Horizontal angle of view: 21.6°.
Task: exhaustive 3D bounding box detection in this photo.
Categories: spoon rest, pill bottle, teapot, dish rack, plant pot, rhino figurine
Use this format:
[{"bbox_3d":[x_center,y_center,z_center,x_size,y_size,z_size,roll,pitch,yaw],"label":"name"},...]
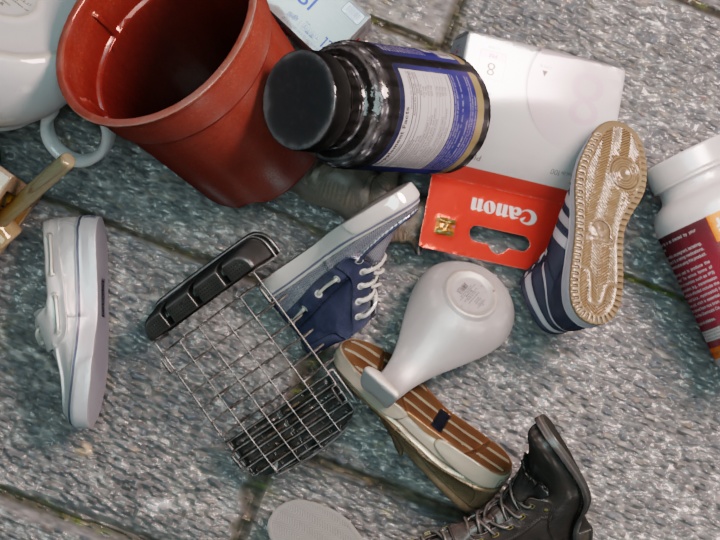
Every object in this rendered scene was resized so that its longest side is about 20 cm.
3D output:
[{"bbox_3d":[0.066,0.061,1.733,0.099,0.061,0.200,42,51,9],"label":"spoon rest"},{"bbox_3d":[0.014,-0.143,1.649,0.112,0.200,0.112,0,90,42],"label":"pill bottle"},{"bbox_3d":[-0.335,-0.198,1.740,0.197,0.146,0.200,0,49,-24],"label":"teapot"},{"bbox_3d":[-0.096,0.085,1.737,0.153,0.055,0.200,-34,93,28],"label":"dish rack"},{"bbox_3d":[0.340,-0.018,1.738,0.113,0.113,0.201,-25,86,-2],"label":"pill bottle"},{"bbox_3d":[-0.134,-0.166,1.686,0.200,0.195,0.201,-14,57,22],"label":"plant pot"},{"bbox_3d":[0.012,-0.076,1.770,0.200,0.060,0.088,32,86,-4],"label":"rhino figurine"}]

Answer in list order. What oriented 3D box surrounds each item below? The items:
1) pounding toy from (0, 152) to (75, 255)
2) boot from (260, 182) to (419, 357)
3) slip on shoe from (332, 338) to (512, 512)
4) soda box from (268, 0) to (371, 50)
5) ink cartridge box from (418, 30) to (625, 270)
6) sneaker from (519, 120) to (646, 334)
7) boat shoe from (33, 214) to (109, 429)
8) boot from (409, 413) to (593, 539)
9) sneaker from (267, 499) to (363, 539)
[{"bbox_3d":[-0.358,-0.048,1.706,0.142,0.184,0.200,35,87,2],"label":"pounding toy"},{"bbox_3d":[0.000,0.000,1.727,0.200,0.073,0.090,-34,92,39],"label":"boot"},{"bbox_3d":[0.048,0.145,1.755,0.200,0.076,0.061,37,119,4],"label":"slip on shoe"},{"bbox_3d":[-0.081,-0.278,1.780,0.200,0.068,0.063,43,88,3],"label":"soda box"},{"bbox_3d":[0.151,-0.107,1.758,0.162,0.057,0.201,12,81,-16],"label":"ink cartridge box"},{"bbox_3d":[0.204,-0.035,1.749,0.070,0.108,0.201,17,71,-15],"label":"sneaker"},{"bbox_3d":[-0.272,0.048,1.763,0.065,0.074,0.201,-1,76,5],"label":"boat shoe"},{"bbox_3d":[0.118,0.229,1.699,0.174,0.200,0.069,-21,45,-6],"label":"boot"},{"bbox_3d":[-0.005,0.299,1.736,0.074,0.116,0.200,-38,49,-24],"label":"sneaker"}]
